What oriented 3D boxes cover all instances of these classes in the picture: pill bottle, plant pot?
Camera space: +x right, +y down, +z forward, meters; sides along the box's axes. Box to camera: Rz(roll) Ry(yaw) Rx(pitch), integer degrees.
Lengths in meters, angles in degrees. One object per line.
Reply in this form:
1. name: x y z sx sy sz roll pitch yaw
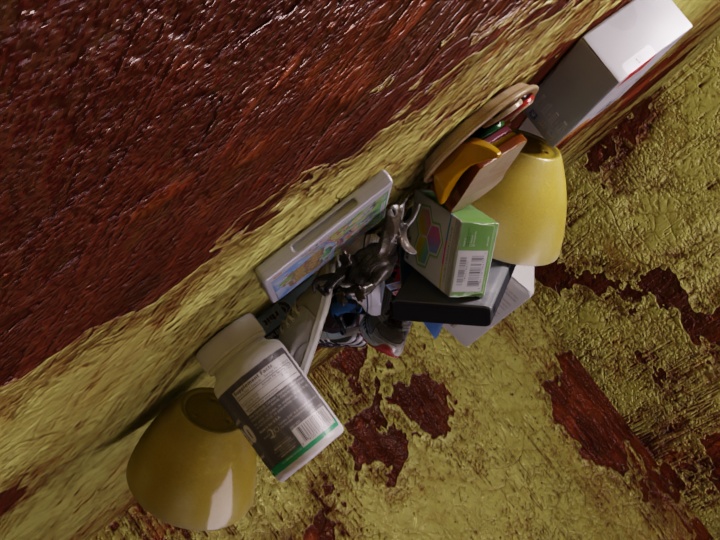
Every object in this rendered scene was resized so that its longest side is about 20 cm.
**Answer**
1. pill bottle: -0.121 0.164 1.421 0.112 0.201 0.113 -37 174 -4
2. plant pot: 0.219 -0.120 1.566 0.199 0.198 0.144 -30 143 -55
3. plant pot: -0.237 0.262 1.613 0.199 0.198 0.144 -30 146 -55

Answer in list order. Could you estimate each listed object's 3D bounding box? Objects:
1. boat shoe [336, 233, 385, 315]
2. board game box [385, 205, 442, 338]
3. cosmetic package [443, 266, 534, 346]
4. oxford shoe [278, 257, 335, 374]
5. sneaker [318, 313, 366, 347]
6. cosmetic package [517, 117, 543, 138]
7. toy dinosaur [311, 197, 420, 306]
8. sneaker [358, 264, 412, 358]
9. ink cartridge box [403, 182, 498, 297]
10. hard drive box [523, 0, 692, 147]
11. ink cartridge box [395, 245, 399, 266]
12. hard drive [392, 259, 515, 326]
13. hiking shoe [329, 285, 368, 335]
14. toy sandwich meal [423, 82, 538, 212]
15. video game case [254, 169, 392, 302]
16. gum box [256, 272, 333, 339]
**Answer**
1. boat shoe: 0.000 0.000 1.493 0.201 0.065 0.075 86 13 -62
2. board game box: 0.079 0.003 1.621 0.038 0.160 0.200 -6 148 23
3. cosmetic package: 0.193 -0.016 1.896 0.166 0.167 0.201 -41 -163 29
4. oxford shoe: -0.078 0.069 1.475 0.075 0.057 0.203 -80 -171 -68
5. sneaker: -0.053 0.065 1.779 0.075 0.118 0.198 17 167 -42
6. cosmetic package: 0.308 -0.248 1.672 0.082 0.051 0.200 -38 175 -13
7. toy dinosaur: 0.007 0.000 1.354 0.101 0.078 0.200 -26 166 -37
8. sneaker: 0.052 0.054 1.681 0.083 0.077 0.201 -57 -168 37
9. ink cartridge box: 0.110 -0.048 1.487 0.058 0.106 0.200 1 -159 -24
10. hard drive box: 0.328 -0.273 1.462 0.155 0.077 0.200 -37 174 -23
11. ink cartridge box: 0.071 -0.048 1.763 0.109 0.051 0.199 -41 173 25
12. hard drive: 0.138 0.014 1.524 0.137 0.033 0.200 3 -154 19
13. hiking shoe: 0.007 0.018 1.623 0.074 0.088 0.200 -22 165 -34
14. toy sandwich meal: 0.160 -0.152 1.366 0.204 0.071 0.205 -38 175 -4
15. video game case: -0.041 -0.035 1.266 0.181 0.022 0.200 -38 175 -6
16. gum box: -0.129 0.092 1.608 0.169 0.045 0.200 -37 175 -16
